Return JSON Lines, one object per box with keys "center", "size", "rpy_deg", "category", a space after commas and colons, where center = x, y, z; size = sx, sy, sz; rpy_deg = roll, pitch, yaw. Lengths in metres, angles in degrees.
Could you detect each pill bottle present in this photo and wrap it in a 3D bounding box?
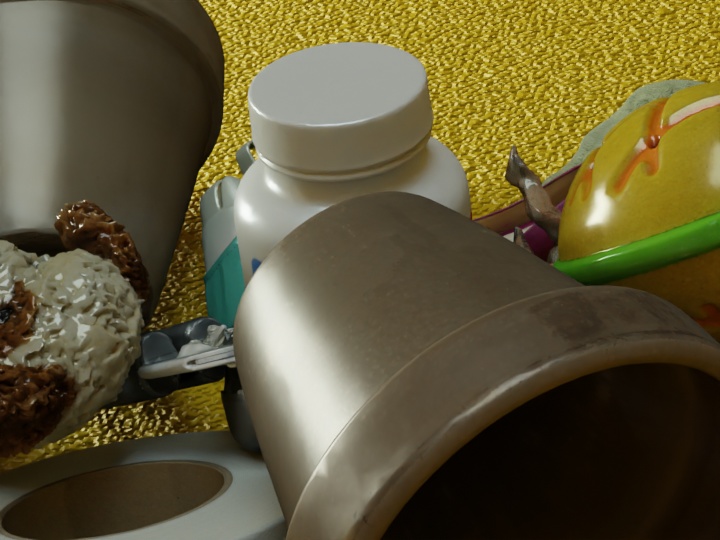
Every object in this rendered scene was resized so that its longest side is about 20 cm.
{"center": [0.000, 0.000, 1.020], "size": [0.112, 0.200, 0.112], "rpy_deg": [-5, 33, 3], "category": "pill bottle"}

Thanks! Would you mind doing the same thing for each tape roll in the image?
{"center": [-0.106, 0.118, 0.960], "size": [0.202, 0.037, 0.203], "rpy_deg": [-10, 12, 2], "category": "tape roll"}

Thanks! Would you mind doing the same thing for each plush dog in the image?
{"center": [-0.181, 0.043, 1.006], "size": [0.172, 0.161, 0.200], "rpy_deg": [-10, 34, 25], "category": "plush dog"}

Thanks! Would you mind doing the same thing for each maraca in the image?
{"center": [0.160, -0.028, 0.885], "size": [0.137, 0.107, 0.200], "rpy_deg": [-28, 5, -31], "category": "maraca"}

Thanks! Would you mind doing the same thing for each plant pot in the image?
{"center": [0.034, 0.058, 0.865], "size": [0.200, 0.200, 0.175], "rpy_deg": [-22, 46, -18], "category": "plant pot"}
{"center": [-0.171, -0.051, 1.168], "size": [0.200, 0.200, 0.174], "rpy_deg": [-7, 50, 3], "category": "plant pot"}

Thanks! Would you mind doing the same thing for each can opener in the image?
{"center": [-0.085, 0.059, 1.040], "size": [0.053, 0.067, 0.200], "rpy_deg": [-14, -1, -24], "category": "can opener"}

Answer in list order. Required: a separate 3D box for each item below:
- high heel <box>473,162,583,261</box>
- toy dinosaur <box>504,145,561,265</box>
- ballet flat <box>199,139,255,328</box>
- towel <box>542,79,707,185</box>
{"center": [0.064, -0.024, 1.135], "size": [0.200, 0.096, 0.067], "rpy_deg": [0, 36, 12], "category": "high heel"}
{"center": [0.132, 0.007, 1.023], "size": [0.135, 0.086, 0.200], "rpy_deg": [9, 19, -1], "category": "toy dinosaur"}
{"center": [-0.050, -0.033, 1.191], "size": [0.070, 0.067, 0.200], "rpy_deg": [40, 41, -3], "category": "ballet flat"}
{"center": [0.214, -0.054, 1.196], "size": [0.200, 0.037, 0.148], "rpy_deg": [13, 41, 28], "category": "towel"}
